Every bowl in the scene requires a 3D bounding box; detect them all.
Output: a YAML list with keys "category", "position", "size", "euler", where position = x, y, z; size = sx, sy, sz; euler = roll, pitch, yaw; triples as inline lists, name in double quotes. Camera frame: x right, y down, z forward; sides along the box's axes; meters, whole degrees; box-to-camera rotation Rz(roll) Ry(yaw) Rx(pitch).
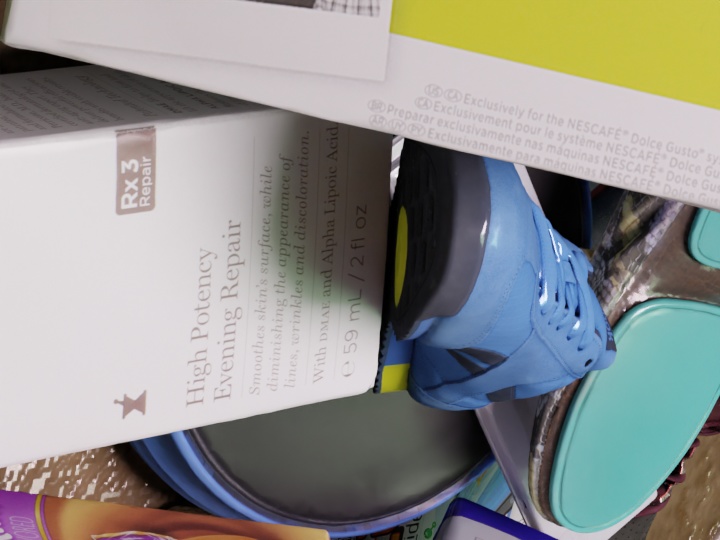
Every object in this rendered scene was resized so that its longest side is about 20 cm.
- category: "bowl"
  position: [0.000, 0.000, 0.870]
  size: [0.199, 0.039, 0.202]
  euler: [-13, 113, -32]

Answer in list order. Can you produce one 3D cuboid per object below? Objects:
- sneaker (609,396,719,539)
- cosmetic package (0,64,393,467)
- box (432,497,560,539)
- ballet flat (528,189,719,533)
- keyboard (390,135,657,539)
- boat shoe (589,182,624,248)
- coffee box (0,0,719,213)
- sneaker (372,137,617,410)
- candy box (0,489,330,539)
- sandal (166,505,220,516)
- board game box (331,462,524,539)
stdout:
- category: "sneaker"
  position: [0.130, 0.071, 1.043]
  size: [0.075, 0.115, 0.202]
  euler: [-25, 125, -42]
- category: "cosmetic package"
  position: [-0.092, -0.003, 0.731]
  size: [0.199, 0.074, 0.103]
  euler: [-12, 114, -34]
- category: "box"
  position: [0.033, 0.198, 0.833]
  size: [0.200, 0.104, 0.185]
  euler: [-55, 169, -79]
- category: "ballet flat"
  position: [0.109, -0.004, 0.869]
  size: [0.072, 0.072, 0.201]
  euler: [2, 120, -51]
- category: "keyboard"
  position: [0.058, 0.025, 0.891]
  size: [0.056, 0.011, 0.201]
  euler: [-41, 125, -24]
- category: "boat shoe"
  position: [0.159, -0.042, 0.920]
  size: [0.199, 0.063, 0.071]
  euler: [-32, 170, 24]
- category: "coffee box"
  position: [0.037, -0.144, 0.693]
  size: [0.200, 0.198, 0.199]
  euler: [-49, 152, -78]
- category: "sneaker"
  position: [0.045, 0.001, 0.759]
  size: [0.200, 0.078, 0.067]
  euler: [99, -4, -77]
- category: "candy box"
  position: [-0.107, 0.107, 0.678]
  size: [0.117, 0.198, 0.057]
  euler: [-96, -167, -70]
- category: "sandal"
  position: [-0.065, 0.121, 0.887]
  size: [0.212, 0.077, 0.070]
  euler: [60, 29, -54]
- category: "board game box"
  position: [0.030, 0.054, 0.977]
  size: [0.135, 0.034, 0.202]
  euler: [3, 104, -51]
